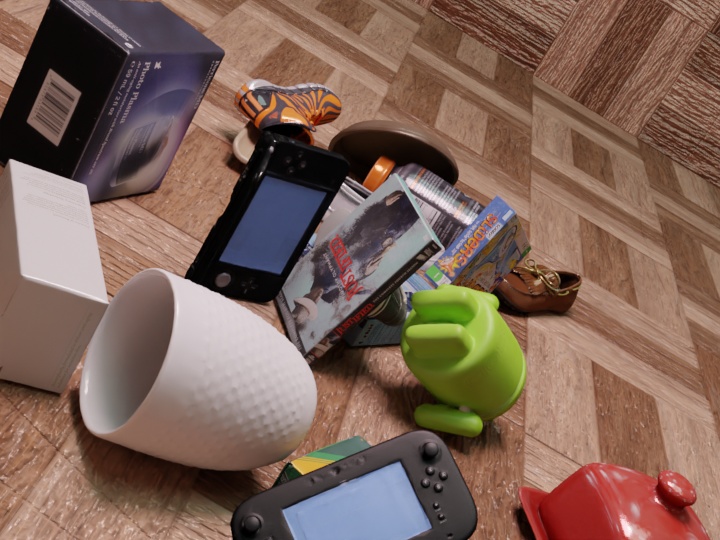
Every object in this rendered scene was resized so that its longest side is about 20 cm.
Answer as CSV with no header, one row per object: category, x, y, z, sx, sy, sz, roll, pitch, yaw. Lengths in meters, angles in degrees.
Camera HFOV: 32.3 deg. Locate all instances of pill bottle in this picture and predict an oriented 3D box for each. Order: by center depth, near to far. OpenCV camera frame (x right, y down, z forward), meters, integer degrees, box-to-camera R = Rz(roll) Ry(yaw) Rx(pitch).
pill bottle,0.096,-0.085,1.803,0.199,0.107,0.106,34,22,4

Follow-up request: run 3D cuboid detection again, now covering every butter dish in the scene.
butter dish,0.287,0.268,1.267,0.198,0.149,0.200,22,23,-22

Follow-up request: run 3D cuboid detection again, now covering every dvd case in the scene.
dvd case,-0.008,-0.002,1.381,0.022,0.200,0.146,38,16,-34

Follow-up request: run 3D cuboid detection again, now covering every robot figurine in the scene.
robot figurine,0.118,0.096,1.395,0.200,0.114,0.177,50,42,-51

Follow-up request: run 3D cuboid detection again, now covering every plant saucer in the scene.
plant saucer,0.050,-0.168,1.844,0.198,0.200,0.030,22,66,-22

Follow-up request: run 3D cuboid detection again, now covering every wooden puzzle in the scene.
wooden puzzle,-0.088,-0.141,1.783,0.199,0.037,0.185,35,21,-6

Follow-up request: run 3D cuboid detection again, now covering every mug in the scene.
mug,-0.145,0.095,1.098,0.174,0.149,0.199,26,-9,-35

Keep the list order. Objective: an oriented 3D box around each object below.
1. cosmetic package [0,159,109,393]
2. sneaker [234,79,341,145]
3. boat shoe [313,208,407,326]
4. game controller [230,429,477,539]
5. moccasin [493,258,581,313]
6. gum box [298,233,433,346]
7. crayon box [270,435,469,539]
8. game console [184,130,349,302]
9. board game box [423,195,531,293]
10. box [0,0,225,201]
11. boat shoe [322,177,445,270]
cosmetic package,-0.293,0.002,1.117,0.084,0.108,0.201,19,27,-30
sneaker,-0.086,-0.211,1.799,0.199,0.078,0.112,-6,49,-46
boat shoe,0.000,0.000,1.448,0.063,0.071,0.201,35,17,-33
game controller,-0.004,0.207,1.020,0.198,0.042,0.105,-20,59,-17
moccasin,0.262,0.021,1.840,0.200,0.078,0.074,10,31,-43
gum box,0.008,0.022,1.550,0.170,0.045,0.199,45,25,28
crayon box,0.023,0.241,1.094,0.200,0.059,0.118,42,25,22
game console,-0.102,-0.030,1.307,0.175,0.201,0.117,14,29,-38
board game box,0.154,-0.012,1.599,0.034,0.135,0.200,43,1,18
box,-0.283,-0.194,1.411,0.123,0.201,0.198,37,23,15
boat shoe,0.034,-0.067,1.619,0.199,0.069,0.072,29,21,-7
